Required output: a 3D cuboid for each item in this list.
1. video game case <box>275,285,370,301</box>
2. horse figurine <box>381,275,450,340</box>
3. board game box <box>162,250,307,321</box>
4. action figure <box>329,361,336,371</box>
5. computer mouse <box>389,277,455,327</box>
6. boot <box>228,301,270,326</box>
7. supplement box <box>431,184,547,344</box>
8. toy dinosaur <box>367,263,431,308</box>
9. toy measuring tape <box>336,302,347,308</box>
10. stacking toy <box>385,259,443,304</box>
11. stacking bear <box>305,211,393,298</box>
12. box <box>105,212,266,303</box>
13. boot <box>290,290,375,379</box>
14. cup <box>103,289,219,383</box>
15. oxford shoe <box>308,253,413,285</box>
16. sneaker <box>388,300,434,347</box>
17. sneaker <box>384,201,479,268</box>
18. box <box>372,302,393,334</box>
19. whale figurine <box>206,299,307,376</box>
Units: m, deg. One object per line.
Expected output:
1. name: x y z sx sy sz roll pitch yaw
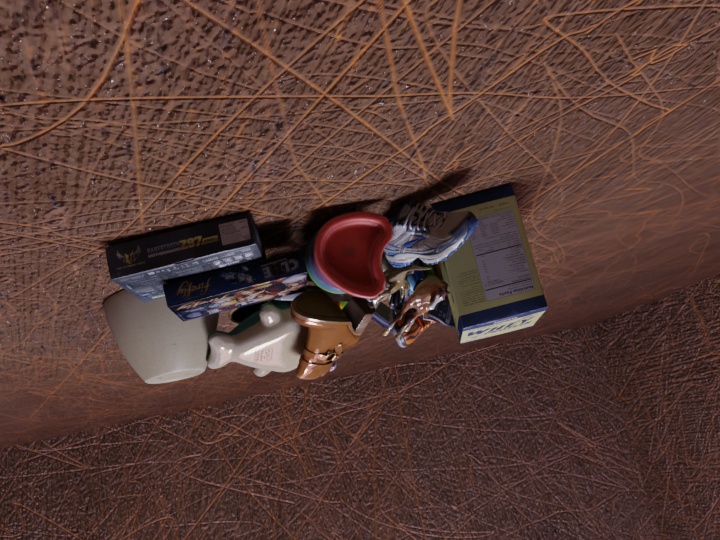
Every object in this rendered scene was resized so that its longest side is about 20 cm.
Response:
1. video game case: -0.104 0.039 1.235 0.198 0.022 0.181 3 179 -38
2. horse figurine: 0.104 0.053 1.167 0.133 0.050 0.200 -49 173 15
3. board game box: -0.178 0.026 1.024 0.197 0.035 0.136 -14 169 -8
4. action figure: -0.107 0.122 1.388 0.132 0.151 0.200 3 -177 20
5. computer mouse: 0.128 0.027 1.316 0.198 0.143 0.046 15 171 -37
6. boot: -0.164 0.085 1.413 0.197 0.074 0.156 -10 165 -4
7. supplement box: 0.205 -0.002 1.145 0.132 0.203 0.200 -14 166 4
8. toy dinosaur: 0.053 0.013 1.127 0.100 0.059 0.200 -28 171 -9
9. toy measuring tape: -0.022 0.060 1.386 0.073 0.074 0.200 -5 155 -32
10. stacking toy: 0.137 0.001 1.370 0.198 0.086 0.085 -20 166 -1
11. stacking bear: -0.033 -0.015 1.072 0.112 0.123 0.200 11 171 -11
12. box: -0.236 -0.014 0.982 0.197 0.052 0.158 -14 166 -4
13. boot: -0.071 0.116 1.150 0.199 0.074 0.155 9 124 -51
14. cup: -0.329 0.112 1.197 0.197 0.145 0.200 -13 166 -3
15. oxford shoe: 0.000 0.000 1.218 0.198 0.075 0.071 -19 166 21
16. sneaker: 0.128 0.086 1.387 0.111 0.078 0.200 -21 -171 20
17. sneaker: 0.086 -0.059 1.021 0.199 0.085 0.077 -16 -151 53
18. box: 0.032 0.087 1.525 0.033 0.120 0.200 -54 168 -8
19. whale figurine: -0.175 0.112 1.215 0.197 0.104 0.161 -8 130 -24
